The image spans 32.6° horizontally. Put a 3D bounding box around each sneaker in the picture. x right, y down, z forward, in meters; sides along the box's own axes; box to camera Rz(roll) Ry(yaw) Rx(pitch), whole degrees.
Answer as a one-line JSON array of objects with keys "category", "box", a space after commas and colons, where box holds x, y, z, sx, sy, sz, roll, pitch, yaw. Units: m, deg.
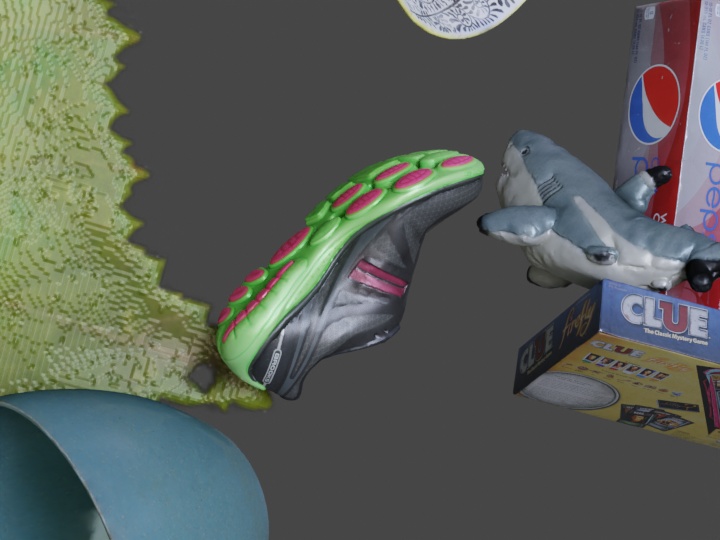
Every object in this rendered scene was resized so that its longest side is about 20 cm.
[{"category": "sneaker", "box": [0.000, 0.000, 0.767, 0.200, 0.077, 0.084, -41, 116, -1]}]

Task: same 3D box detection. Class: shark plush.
[{"category": "shark plush", "box": [0.154, -0.032, 0.729, 0.091, 0.199, 0.084, 35, 78, -38]}]

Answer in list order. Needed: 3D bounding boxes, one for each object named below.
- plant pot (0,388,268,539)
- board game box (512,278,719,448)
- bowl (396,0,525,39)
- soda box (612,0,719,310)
[{"category": "plant pot", "box": [-0.131, 0.153, 0.704, 0.134, 0.199, 0.203, -17, 97, -43]}, {"category": "board game box", "box": [0.212, 0.068, 0.763, 0.197, 0.136, 0.035, 15, 66, -10]}, {"category": "bowl", "box": [0.044, -0.247, 0.723, 0.200, 0.094, 0.203, -30, 133, -39]}, {"category": "soda box", "box": [0.206, -0.066, 0.782, 0.063, 0.070, 0.203, 5, 93, -27]}]
